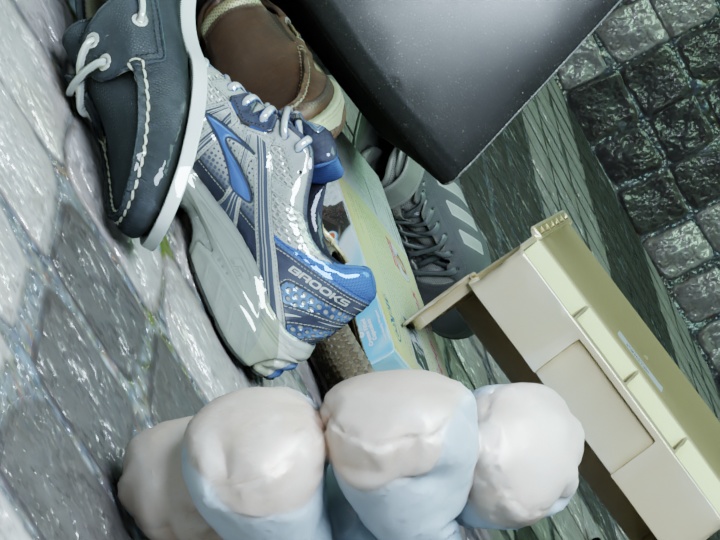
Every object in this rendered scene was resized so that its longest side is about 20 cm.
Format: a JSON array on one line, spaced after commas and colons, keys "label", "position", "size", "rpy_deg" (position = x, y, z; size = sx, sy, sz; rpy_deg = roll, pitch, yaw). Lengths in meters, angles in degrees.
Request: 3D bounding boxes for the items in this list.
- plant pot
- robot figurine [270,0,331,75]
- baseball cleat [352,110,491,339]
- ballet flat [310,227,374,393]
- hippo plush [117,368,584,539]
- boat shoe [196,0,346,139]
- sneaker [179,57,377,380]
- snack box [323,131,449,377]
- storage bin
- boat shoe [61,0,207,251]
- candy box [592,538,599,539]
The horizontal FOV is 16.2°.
[{"label": "plant pot", "position": [0.037, -0.195, 1.420], "size": [0.177, 0.200, 0.200], "rpy_deg": [44, 1, -16]}, {"label": "robot figurine", "position": [-0.035, -0.216, 1.560], "size": [0.201, 0.150, 0.125], "rpy_deg": [58, -1, -26]}, {"label": "baseball cleat", "position": [0.031, -0.039, 1.613], "size": [0.106, 0.069, 0.201], "rpy_deg": [-40, 121, -57]}, {"label": "ballet flat", "position": [-0.003, 0.042, 1.316], "size": [0.067, 0.046, 0.201], "rpy_deg": [52, 16, -50]}, {"label": "hippo plush", "position": [-0.008, 0.136, 0.928], "size": [0.200, 0.158, 0.162], "rpy_deg": [143, -54, -59]}, {"label": "boat shoe", "position": [-0.060, -0.106, 1.338], "size": [0.075, 0.074, 0.202], "rpy_deg": [60, -1, -18]}, {"label": "sneaker", "position": [-0.052, -0.055, 1.203], "size": [0.201, 0.085, 0.077], "rpy_deg": [64, 10, 6]}, {"label": "snack box", "position": [0.000, 0.000, 1.457], "size": [0.116, 0.037, 0.201], "rpy_deg": [49, 18, -53]}, {"label": "storage bin", "position": [0.131, 0.076, 1.458], "size": [0.201, 0.094, 0.199], "rpy_deg": [54, 11, 3]}, {"label": "boat shoe", "position": [-0.104, -0.096, 1.124], "size": [0.060, 0.076, 0.201], "rpy_deg": [17, 44, -20]}, {"label": "candy box", "position": [0.141, 0.249, 1.440], "size": [0.137, 0.061, 0.200], "rpy_deg": [60, 11, -6]}]
